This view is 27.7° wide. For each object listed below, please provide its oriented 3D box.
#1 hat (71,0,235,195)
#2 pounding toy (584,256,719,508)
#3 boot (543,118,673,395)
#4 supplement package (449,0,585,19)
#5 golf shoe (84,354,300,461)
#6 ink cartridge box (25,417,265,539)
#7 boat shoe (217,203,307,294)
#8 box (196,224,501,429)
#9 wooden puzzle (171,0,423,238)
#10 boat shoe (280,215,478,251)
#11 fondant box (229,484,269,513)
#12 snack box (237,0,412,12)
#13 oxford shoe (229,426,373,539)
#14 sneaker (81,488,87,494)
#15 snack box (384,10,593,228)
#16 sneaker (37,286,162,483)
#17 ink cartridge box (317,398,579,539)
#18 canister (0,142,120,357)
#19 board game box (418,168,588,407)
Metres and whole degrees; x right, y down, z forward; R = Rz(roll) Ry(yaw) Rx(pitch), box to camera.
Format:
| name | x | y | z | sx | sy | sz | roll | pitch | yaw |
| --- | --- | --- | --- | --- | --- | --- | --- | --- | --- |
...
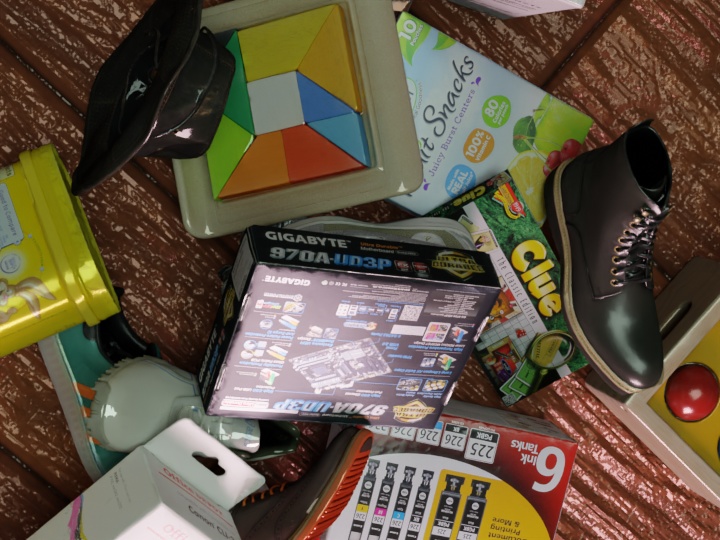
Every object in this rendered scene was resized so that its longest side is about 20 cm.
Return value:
| name | x | y | z | sx | sy | sz | roll | pitch | yaw |
| --- | --- | --- | --- | --- | --- | --- | --- | --- | --- |
| hat | -0.145 | -0.133 | 1.130 | 0.081 | 0.200 | 0.202 | 25 | 92 | -26 |
| pounding toy | 0.324 | 0.078 | 1.269 | 0.184 | 0.142 | 0.200 | 43 | 87 | -14 |
| boot | 0.215 | -0.009 | 1.159 | 0.077 | 0.138 | 0.201 | -17 | 81 | -22 |
| supplement package | 0.108 | -0.277 | 1.151 | 0.119 | 0.200 | 0.122 | 17 | 93 | -13 |
| golf shoe | -0.126 | 0.115 | 1.157 | 0.199 | 0.097 | 0.079 | 12 | 87 | -55 |
| ink cartridge box | -0.169 | 0.217 | 1.124 | 0.200 | 0.068 | 0.116 | -40 | 131 | 7 |
| boat shoe | -0.084 | 0.005 | 1.221 | 0.070 | 0.072 | 0.202 | 5 | 85 | -4 |
| box | -0.010 | 0.048 | 1.122 | 0.199 | 0.046 | 0.160 | 5 | 130 | -20 |
| wooden puzzle | -0.062 | -0.134 | 1.168 | 0.198 | 0.037 | 0.187 | -11 | 84 | 11 |
| boat shoe | 0.001 | 0.001 | 1.157 | 0.200 | 0.065 | 0.075 | -4 | 116 | -14 |
| fondant box | -0.108 | 0.301 | 1.251 | 0.143 | 0.058 | 0.201 | -23 | 100 | -8 |
| snack box | -0.057 | -0.241 | 1.211 | 0.199 | 0.024 | 0.072 | 24 | 94 | -14 |
| oxford shoe | -0.065 | 0.196 | 1.175 | 0.072 | 0.071 | 0.200 | 39 | 96 | 15 |
| sneaker | -0.278 | 0.260 | 1.207 | 0.081 | 0.075 | 0.201 | 34 | 89 | -5 |
| snack box | 0.079 | -0.109 | 1.231 | 0.199 | 0.053 | 0.143 | 26 | 91 | -21 |
| sneaker | -0.192 | 0.107 | 1.191 | 0.079 | 0.071 | 0.201 | -19 | 100 | 19 |
| ink cartridge box | 0.065 | 0.203 | 1.261 | 0.199 | 0.084 | 0.177 | 12 | 95 | -13 |
| canister | -0.306 | 0.004 | 1.137 | 0.199 | 0.087 | 0.149 | -23 | 63 | -5 |
| board game box | 0.125 | 0.019 | 1.243 | 0.104 | 0.023 | 0.201 | -30 | 119 | 6 |
